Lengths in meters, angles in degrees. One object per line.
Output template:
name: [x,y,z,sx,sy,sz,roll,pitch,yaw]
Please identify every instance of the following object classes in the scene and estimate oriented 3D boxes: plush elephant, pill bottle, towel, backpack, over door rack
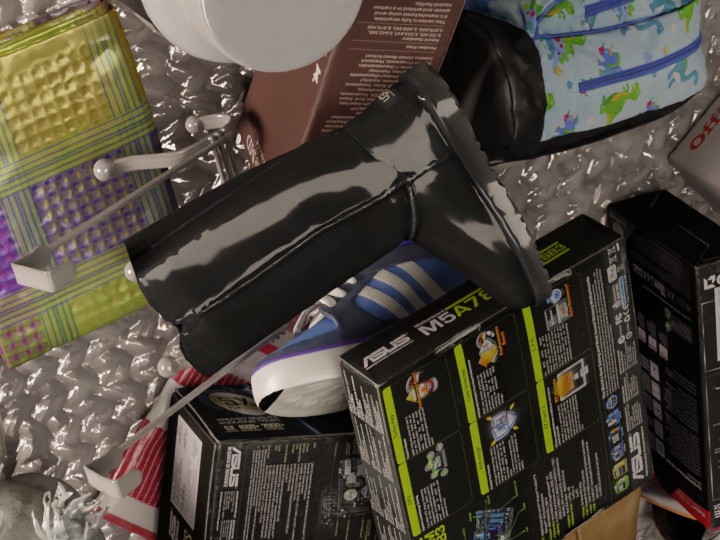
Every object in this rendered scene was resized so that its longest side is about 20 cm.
plush elephant: [-0.239,0.162,1.310,0.165,0.155,0.200,-54,171,-43]
pill bottle: [-0.080,-0.178,1.213,0.116,0.200,0.117,-9,112,-23]
towel: [-0.065,0.100,1.433,0.144,0.023,0.200,30,95,-31]
towel: [-0.184,-0.054,1.317,0.143,0.023,0.200,-26,119,-16]
backpack: [0.122,-0.137,1.358,0.200,0.163,0.154,-1,95,-32]
over door rack: [-0.125,0.014,1.292,0.200,0.067,0.148,-45,128,-47]

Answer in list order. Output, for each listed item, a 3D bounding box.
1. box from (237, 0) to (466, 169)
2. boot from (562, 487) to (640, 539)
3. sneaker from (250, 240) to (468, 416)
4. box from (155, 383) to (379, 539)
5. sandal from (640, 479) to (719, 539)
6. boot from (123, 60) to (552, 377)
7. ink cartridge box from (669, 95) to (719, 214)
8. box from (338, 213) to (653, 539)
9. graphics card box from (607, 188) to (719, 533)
box: [-0.007,-0.125,1.284,0.075,0.100,0.200,0,134,-21]
boot: [0.118,0.228,1.512,0.175,0.066,0.200,-34,142,-23]
sneaker: [0.000,0.000,1.376,0.200,0.081,0.147,-14,72,-29]
box: [-0.041,0.177,1.412,0.164,0.086,0.200,-2,110,-24]
sandal: [0.278,0.194,1.601,0.206,0.079,0.059,16,99,-32]
boot: [-0.011,0.001,1.246,0.200,0.066,0.165,-34,113,-6]
ink cartridge box: [0.312,-0.079,1.443,0.084,0.200,0.146,40,89,-29]
box: [0.089,0.093,1.361,0.193,0.048,0.200,-29,129,-22]
graphics card box: [0.219,0.059,1.492,0.051,0.125,0.200,-16,115,-16]
